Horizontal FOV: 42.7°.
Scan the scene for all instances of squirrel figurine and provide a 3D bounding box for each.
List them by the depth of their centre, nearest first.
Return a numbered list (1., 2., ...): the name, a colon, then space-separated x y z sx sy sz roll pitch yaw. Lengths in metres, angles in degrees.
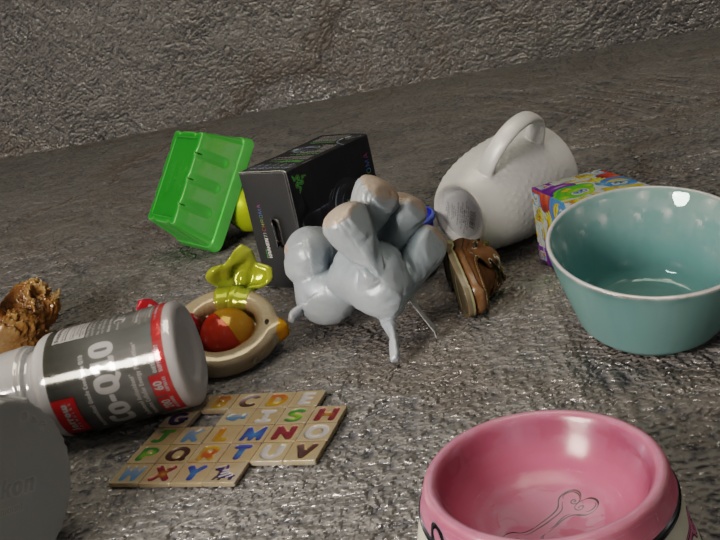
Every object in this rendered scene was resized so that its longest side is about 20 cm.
1. squirrel figurine: -0.502 0.076 1.231 0.199 0.142 0.187 -1 6 -11

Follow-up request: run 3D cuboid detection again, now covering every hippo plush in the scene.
1. hippo plush: 0.000 0.000 1.081 0.161 0.200 0.159 -19 3 46

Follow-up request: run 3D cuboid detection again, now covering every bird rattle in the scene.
1. bird rattle: -0.176 0.062 1.087 0.200 0.113 0.163 -26 42 -31

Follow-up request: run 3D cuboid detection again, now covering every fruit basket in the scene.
1. fruit basket: -0.231 -0.128 1.573 0.215 0.216 0.155 -26 24 -35

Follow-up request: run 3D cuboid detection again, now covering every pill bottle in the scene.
1. pill bottle: -0.272 0.110 0.969 0.200 0.114 0.114 -15 19 4

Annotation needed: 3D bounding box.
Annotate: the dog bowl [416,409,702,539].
1. dog bowl: 0.130 0.167 0.636 0.200 0.074 0.200 -11 18 4

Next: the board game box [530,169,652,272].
1. board game box: 0.297 -0.045 1.093 0.105 0.103 0.200 -16 19 -11

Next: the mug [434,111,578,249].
1. mug: 0.194 -0.125 1.246 0.175 0.200 0.148 -29 56 -37

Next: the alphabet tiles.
1. alphabet tiles: -0.120 0.162 0.900 0.200 0.008 0.167 -5 20 19

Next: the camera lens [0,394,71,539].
1. camera lens: -0.366 0.179 0.761 0.200 0.160 0.160 -3 21 23

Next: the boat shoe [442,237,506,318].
1. boat shoe: 0.140 -0.003 1.115 0.068 0.072 0.200 -11 20 2

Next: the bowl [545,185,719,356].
1. bowl: 0.287 0.009 0.909 0.200 0.105 0.201 -8 34 5

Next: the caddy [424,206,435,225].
1. caddy: 0.017 -0.035 1.224 0.141 0.105 0.200 3 24 38

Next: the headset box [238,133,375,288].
1. headset box: -0.067 -0.085 1.315 0.093 0.175 0.200 3 23 38
